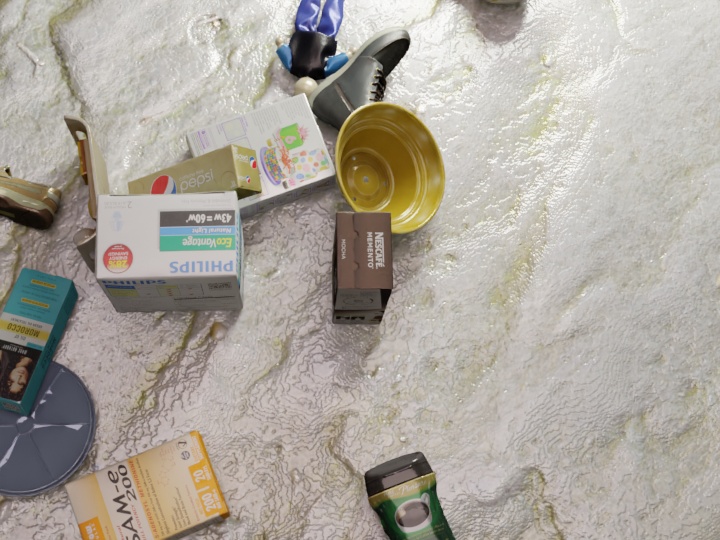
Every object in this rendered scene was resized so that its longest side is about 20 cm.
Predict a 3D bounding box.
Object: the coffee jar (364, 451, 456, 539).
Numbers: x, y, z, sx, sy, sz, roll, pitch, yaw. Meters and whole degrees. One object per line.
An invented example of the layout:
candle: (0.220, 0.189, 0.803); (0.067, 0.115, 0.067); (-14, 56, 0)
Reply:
coffee jar: (0.078, 0.362, 1.549); (0.103, 0.085, 0.202); (-19, 77, -5)

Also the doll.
doll: (-0.068, -0.364, 1.763); (0.135, 0.049, 0.202); (12, 73, 1)

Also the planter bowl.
planter bowl: (0.026, -0.147, 1.674); (0.198, 0.083, 0.203); (8, 76, -32)

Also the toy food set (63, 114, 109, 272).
toy food set: (-0.407, -0.112, 1.622); (0.060, 0.144, 0.202); (-9, 75, -6)

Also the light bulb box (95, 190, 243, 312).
light bulb box: (-0.267, -0.023, 1.576); (0.196, 0.200, 0.126); (-2, 74, -4)

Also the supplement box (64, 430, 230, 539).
supplement box: (-0.297, 0.323, 1.542); (0.198, 0.074, 0.127); (-22, 76, -9)

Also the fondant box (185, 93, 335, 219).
fondant box: (-0.153, -0.171, 1.700); (0.198, 0.058, 0.146); (-20, 76, -8)

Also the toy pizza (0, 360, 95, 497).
toy pizza: (-0.479, 0.225, 1.578); (0.197, 0.032, 0.203); (1, 69, -3)

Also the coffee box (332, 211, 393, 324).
coffee box: (0.000, 0.000, 1.586); (0.079, 0.200, 0.115); (1, 74, -3)

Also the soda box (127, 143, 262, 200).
soda box: (-0.245, -0.123, 1.624); (0.198, 0.064, 0.069); (-16, 80, 28)

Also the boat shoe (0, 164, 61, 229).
boat shoe: (-0.551, -0.126, 1.664); (0.198, 0.072, 0.077); (20, 59, -5)

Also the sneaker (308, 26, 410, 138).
sneaker: (0.023, -0.288, 1.721); (0.200, 0.075, 0.106); (-43, 57, -4)

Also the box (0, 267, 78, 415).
box: (-0.484, 0.100, 1.585); (0.081, 0.049, 0.202); (13, 62, 4)

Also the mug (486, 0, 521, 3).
mug: (0.224, -0.520, 1.800); (0.148, 0.186, 0.155); (3, 81, -36)
